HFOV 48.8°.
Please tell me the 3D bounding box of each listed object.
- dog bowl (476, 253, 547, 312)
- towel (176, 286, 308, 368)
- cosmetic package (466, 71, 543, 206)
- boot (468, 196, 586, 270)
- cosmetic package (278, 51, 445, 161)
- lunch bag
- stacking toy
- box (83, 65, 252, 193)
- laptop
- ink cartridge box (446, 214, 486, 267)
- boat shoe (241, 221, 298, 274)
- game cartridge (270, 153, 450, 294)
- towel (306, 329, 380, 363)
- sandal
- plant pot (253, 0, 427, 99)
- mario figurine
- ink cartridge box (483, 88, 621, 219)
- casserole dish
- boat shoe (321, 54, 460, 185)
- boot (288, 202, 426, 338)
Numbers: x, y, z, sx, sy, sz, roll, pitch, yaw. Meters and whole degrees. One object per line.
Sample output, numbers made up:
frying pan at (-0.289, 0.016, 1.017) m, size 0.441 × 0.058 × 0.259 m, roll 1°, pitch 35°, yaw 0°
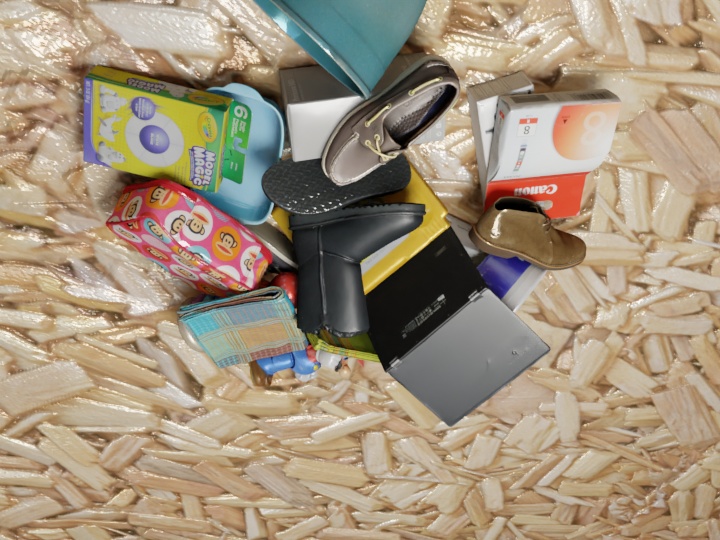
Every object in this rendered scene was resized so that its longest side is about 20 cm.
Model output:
dog bowl at (0.187, 0.054, 1.189) m, size 0.079 × 0.200 × 0.201 m, roll 39°, pitch 118°, yaw 12°
towel at (-0.156, 0.085, 1.106) m, size 0.146 × 0.022 × 0.200 m, roll -13°, pitch 152°, yaw 0°
cosmetic package at (0.206, -0.170, 1.117) m, size 0.082 × 0.051 × 0.201 m, roll -16°, pitch 128°, yaw 0°
boot at (0.256, -0.053, 1.131) m, size 0.199 × 0.074 × 0.076 m, roll 9°, pitch 128°, yaw -28°
cosmetic package at (0.001, -0.209, 1.003) m, size 0.198 × 0.107 × 0.091 m, roll -8°, pitch 129°, yaw -10°
lunch bag at (-0.234, -0.036, 1.060) m, size 0.175 × 0.082 × 0.200 m, roll -2°, pitch 147°, yaw 47°
stacking toy at (-0.165, 0.050, 1.140) m, size 0.199 × 0.086 × 0.085 m, roll -22°, pitch 130°, yaw 25°
box at (-0.238, -0.169, 0.980) m, size 0.198 × 0.049 × 0.118 m, roll 12°, pitch 124°, yaw -3°
laptop at (0.121, 0.076, 1.105) m, size 0.187 × 0.201 × 0.116 m, roll -42°, pitch 142°, yaw 20°
ink cartridge box at (0.071, 0.005, 1.192) m, size 0.145 × 0.088 × 0.201 m, roll 22°, pitch 117°, yaw -23°
boat shoe at (-0.120, -0.010, 1.146) m, size 0.063 × 0.073 × 0.200 m, roll -41°, pitch 130°, yaw 14°
game cartridge at (0.000, -0.074, 1.090) m, size 0.200 × 0.032 × 0.177 m, roll -40°, pitch 88°, yaw 18°
towel at (0.000, 0.102, 1.186) m, size 0.199 × 0.086 × 0.018 m, roll 16°, pitch 118°, yaw -36°
sandal at (-0.031, -0.109, 1.023) m, size 0.199 × 0.076 × 0.048 m, roll -8°, pitch 170°, yaw -19°
plant pot at (-0.006, -0.326, 0.868) m, size 0.188 × 0.200 × 0.200 m, roll -48°, pitch 124°, yaw 4°
mario figurine at (-0.071, 0.150, 1.252) m, size 0.199 × 0.124 × 0.107 m, roll -18°, pitch 116°, yaw 6°
ink cartridge box at (0.256, -0.144, 1.087) m, size 0.161 × 0.050 × 0.201 m, roll -7°, pitch 124°, yaw -13°
casserole dish at (-0.156, -0.151, 1.028) m, size 0.120 × 0.039 × 0.201 m, roll 19°, pitch 123°, yaw 8°
boat shoe at (0.034, -0.168, 0.937) m, size 0.200 × 0.060 × 0.072 m, roll -39°, pitch 126°, yaw 16°
boot at (0.000, 0.000, 1.046) m, size 0.199 × 0.076 × 0.170 m, roll -6°, pitch 93°, yaw 21°
